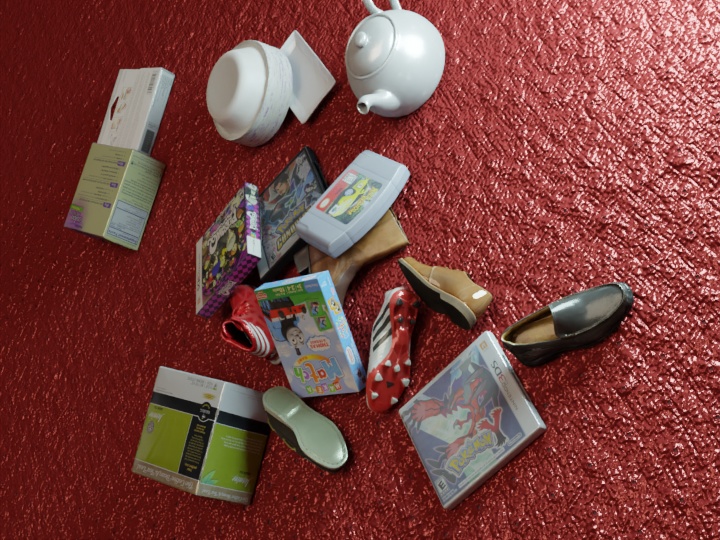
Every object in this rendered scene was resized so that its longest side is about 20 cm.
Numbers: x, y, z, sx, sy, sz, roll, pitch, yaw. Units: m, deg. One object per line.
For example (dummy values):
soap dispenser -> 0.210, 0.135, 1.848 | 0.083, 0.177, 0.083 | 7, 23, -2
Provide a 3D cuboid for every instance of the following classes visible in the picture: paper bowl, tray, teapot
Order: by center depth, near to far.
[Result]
teapot -> 0.042, -0.377, 1.823 | 0.199, 0.145, 0.200 | -54, 46, 12
tray -> -0.115, -0.377, 2.056 | 0.108, 0.022, 0.201 | -49, 47, 16
paper bowl -> -0.231, -0.354, 2.078 | 0.199, 0.103, 0.205 | -13, 72, 48

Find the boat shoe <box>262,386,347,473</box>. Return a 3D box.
boat shoe -> -0.090, 0.274, 1.753 | 0.071, 0.061, 0.201 | -30, 50, -26

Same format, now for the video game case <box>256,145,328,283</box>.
video game case -> -0.137, -0.105, 1.955 | 0.200, 0.025, 0.182 | -45, 44, 22

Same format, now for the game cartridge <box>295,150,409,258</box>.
game cartridge -> -0.011, -0.116, 1.796 | 0.200, 0.041, 0.132 | -49, 42, -11

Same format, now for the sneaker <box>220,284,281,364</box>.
sneaker -> -0.210, 0.080, 1.898 | 0.079, 0.115, 0.200 | -54, 46, 11

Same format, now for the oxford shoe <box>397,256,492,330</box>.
oxford shoe -> 0.132, 0.023, 1.653 | 0.071, 0.072, 0.199 | -41, 44, -14

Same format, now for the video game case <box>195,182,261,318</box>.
video game case -> -0.253, -0.038, 1.997 | 0.200, 0.035, 0.184 | -45, 38, 36

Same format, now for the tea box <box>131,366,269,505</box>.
tea box -> -0.279, 0.292, 1.867 | 0.198, 0.133, 0.200 | 7, 77, 44

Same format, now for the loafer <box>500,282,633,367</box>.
loafer -> 0.287, 0.073, 1.469 | 0.199, 0.072, 0.074 | -35, 52, 27

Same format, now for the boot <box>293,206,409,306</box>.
boot -> 0.000, 0.000, 1.785 | 0.198, 0.068, 0.190 | -29, 54, 13

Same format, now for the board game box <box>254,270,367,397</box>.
board game box -> -0.082, 0.110, 1.745 | 0.150, 0.036, 0.203 | -11, 105, 40

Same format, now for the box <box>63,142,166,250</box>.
box -> -0.542, -0.165, 2.318 | 0.174, 0.096, 0.203 | 12, 81, 44

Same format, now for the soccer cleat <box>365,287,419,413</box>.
soccer cleat -> 0.045, 0.126, 1.685 | 0.085, 0.067, 0.204 | -169, 91, -69

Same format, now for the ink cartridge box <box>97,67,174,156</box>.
ink cartridge box -> -0.519, -0.363, 2.411 | 0.172, 0.043, 0.204 | 9, 80, 45

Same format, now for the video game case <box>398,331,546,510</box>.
video game case -> 0.161, 0.222, 1.564 | 0.200, 0.023, 0.184 | -45, 49, 21
